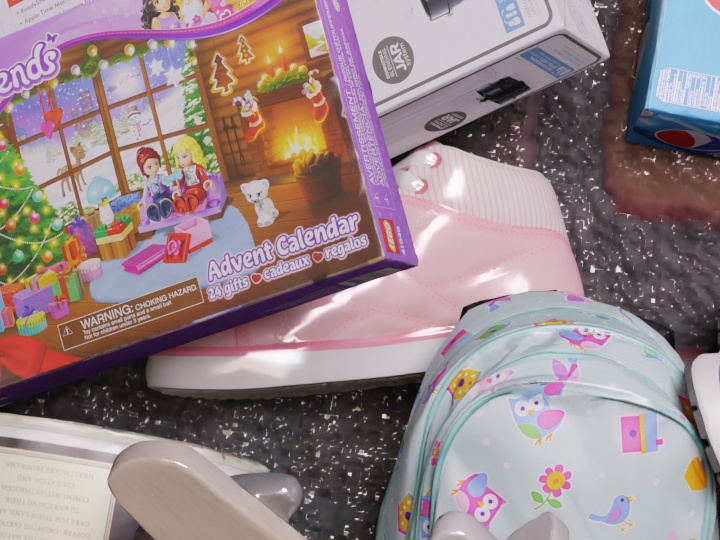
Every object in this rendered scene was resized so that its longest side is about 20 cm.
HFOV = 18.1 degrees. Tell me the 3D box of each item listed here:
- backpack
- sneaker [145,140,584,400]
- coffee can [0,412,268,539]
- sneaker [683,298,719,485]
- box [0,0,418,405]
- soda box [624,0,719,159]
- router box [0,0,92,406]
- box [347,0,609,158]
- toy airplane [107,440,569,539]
[{"bbox_3d":[0.082,0.112,0.930,0.166,0.127,0.201,5,106,-6],"label":"backpack"},{"bbox_3d":[0.000,0.000,0.993,0.200,0.075,0.105,-7,85,-10],"label":"sneaker"},{"bbox_3d":[-0.125,0.168,0.925,0.146,0.146,0.201,9,81,-1],"label":"coffee can"},{"bbox_3d":[0.196,0.041,0.931,0.087,0.200,0.076,-20,97,19],"label":"sneaker"},{"bbox_3d":[-0.088,-0.038,0.892,0.200,0.039,0.137,-19,79,21],"label":"box"},{"bbox_3d":[0.170,-0.155,1.027,0.064,0.068,0.201,11,81,0],"label":"soda box"},{"bbox_3d":[-0.141,-0.048,0.963,0.200,0.049,0.180,-23,78,20],"label":"router box"},{"bbox_3d":[-0.007,-0.107,0.972,0.200,0.060,0.117,-23,75,21],"label":"box"},{"bbox_3d":[0.000,0.154,0.837,0.198,0.141,0.201,1,108,-7],"label":"toy airplane"}]
